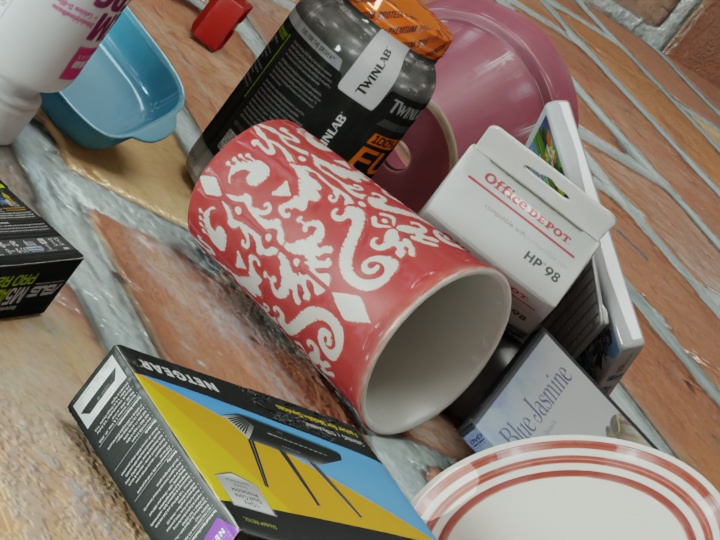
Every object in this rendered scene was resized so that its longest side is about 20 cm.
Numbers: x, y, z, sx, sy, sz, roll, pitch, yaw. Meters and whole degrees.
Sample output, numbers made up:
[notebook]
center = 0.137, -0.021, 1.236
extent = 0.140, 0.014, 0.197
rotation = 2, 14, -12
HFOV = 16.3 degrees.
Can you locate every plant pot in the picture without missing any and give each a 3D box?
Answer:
[plant pot]
center = 0.061, -0.120, 2.121
extent = 0.200, 0.200, 0.179
rotation = 41, 30, 11

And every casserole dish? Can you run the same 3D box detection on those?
[casserole dish]
center = -0.209, -0.162, 1.768
extent = 0.200, 0.039, 0.121
rotation = 52, 37, 3

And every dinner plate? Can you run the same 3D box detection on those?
[dinner plate]
center = 0.120, 0.164, 1.470
extent = 0.200, 0.024, 0.200
rotation = -5, 34, 4

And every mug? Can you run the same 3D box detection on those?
[mug]
center = -0.009, 0.007, 1.697
extent = 0.200, 0.133, 0.178
rotation = 41, -8, 30

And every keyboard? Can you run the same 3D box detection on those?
[keyboard]
center = 0.147, 0.044, 1.855
extent = 0.011, 0.200, 0.056
rotation = -8, 72, -15

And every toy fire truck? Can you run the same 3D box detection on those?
[toy fire truck]
center = -0.168, -0.278, 2.304
extent = 0.141, 0.049, 0.200
rotation = 35, 14, -12

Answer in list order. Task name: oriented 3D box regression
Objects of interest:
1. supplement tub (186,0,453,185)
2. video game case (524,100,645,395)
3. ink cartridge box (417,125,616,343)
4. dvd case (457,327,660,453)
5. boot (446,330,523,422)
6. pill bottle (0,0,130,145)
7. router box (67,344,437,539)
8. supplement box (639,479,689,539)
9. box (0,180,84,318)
[supplement tub]
center = -0.028, -0.120, 1.850
extent = 0.122, 0.200, 0.123
rotation = 35, 15, -11
[video game case]
center = 0.153, 0.002, 1.875
extent = 0.022, 0.182, 0.200
rotation = -9, 68, -15
[ink cartridge box]
center = 0.092, -0.013, 1.785
extent = 0.116, 0.067, 0.200
rotation = 37, -24, 1
[dvd case]
center = 0.163, 0.143, 1.700
extent = 0.200, 0.018, 0.143
rotation = 46, 36, -3
[boot]
center = 0.109, 0.111, 1.746
extent = 0.200, 0.070, 0.132
rotation = 27, 25, -13
[pill bottle]
center = -0.208, -0.188, 1.623
extent = 0.113, 0.200, 0.113
rotation = 35, 15, -11
[router box]
center = -0.045, 0.125, 1.346
extent = 0.200, 0.051, 0.149
rotation = 22, 23, -47
[supplement box]
center = 0.198, 0.220, 1.525
extent = 0.109, 0.109, 0.200
rotation = 29, 17, -31
[box]
center = -0.258, -0.037, 1.359
extent = 0.160, 0.044, 0.200
rotation = 41, 14, 13
